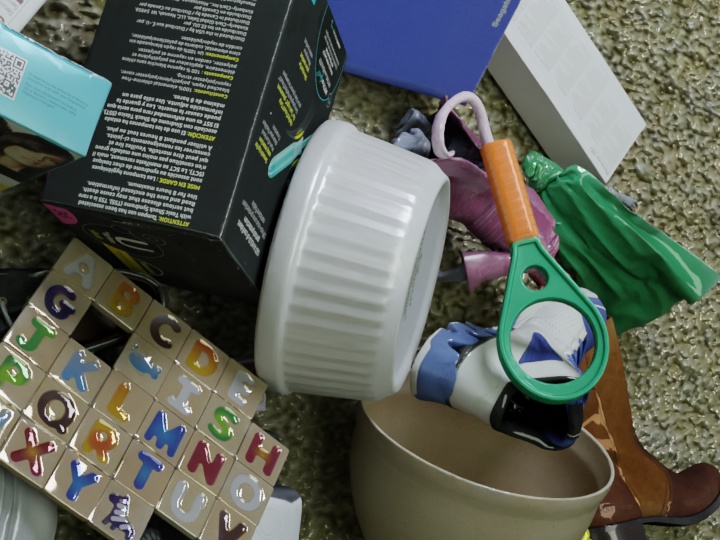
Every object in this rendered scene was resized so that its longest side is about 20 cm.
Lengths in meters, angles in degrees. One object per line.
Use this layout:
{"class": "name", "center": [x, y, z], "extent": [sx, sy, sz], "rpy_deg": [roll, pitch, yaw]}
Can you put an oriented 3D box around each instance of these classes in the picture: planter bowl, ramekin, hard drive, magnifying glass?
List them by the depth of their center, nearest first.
{"class": "ramekin", "center": [0.000, 0.000, 0.972], "extent": [0.094, 0.202, 0.204], "rpy_deg": [14, 74, 10]}
{"class": "magnifying glass", "center": [0.125, -0.001, 1.000], "extent": [0.079, 0.022, 0.201], "rpy_deg": [-13, 75, -5]}
{"class": "planter bowl", "center": [0.077, 0.179, 1.046], "extent": [0.199, 0.200, 0.136], "rpy_deg": [4, 111, -36]}
{"class": "hard drive", "center": [0.022, -0.209, 1.049], "extent": [0.199, 0.025, 0.132], "rpy_deg": [12, 122, -26]}

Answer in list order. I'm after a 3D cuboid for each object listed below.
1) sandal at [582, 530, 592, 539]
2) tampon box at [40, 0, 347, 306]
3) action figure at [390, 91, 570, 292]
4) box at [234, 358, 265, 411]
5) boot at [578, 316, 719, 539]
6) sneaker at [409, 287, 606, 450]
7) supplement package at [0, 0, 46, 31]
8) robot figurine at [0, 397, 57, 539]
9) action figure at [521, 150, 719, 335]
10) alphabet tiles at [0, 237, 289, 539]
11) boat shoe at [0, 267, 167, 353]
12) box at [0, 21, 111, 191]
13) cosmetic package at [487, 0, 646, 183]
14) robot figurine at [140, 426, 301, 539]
{"class": "sandal", "center": [0.155, 0.273, 1.153], "extent": [0.087, 0.079, 0.201], "rpy_deg": [-22, 99, -31]}
{"class": "tampon box", "center": [-0.105, -0.099, 0.915], "extent": [0.150, 0.125, 0.201], "rpy_deg": [64, 39, -69]}
{"class": "action figure", "center": [0.111, -0.057, 1.106], "extent": [0.200, 0.149, 0.134], "rpy_deg": [43, 57, -11]}
{"class": "box", "center": [-0.159, 0.089, 0.953], "extent": [0.199, 0.041, 0.039], "rpy_deg": [-4, 89, -38]}
{"class": "boot", "center": [0.242, 0.142, 1.249], "extent": [0.187, 0.068, 0.201], "rpy_deg": [-17, 90, -29]}
{"class": "sneaker", "center": [0.141, 0.084, 1.054], "extent": [0.199, 0.115, 0.081], "rpy_deg": [-16, 130, -45]}
{"class": "supplement package", "center": [-0.235, -0.232, 0.869], "extent": [0.117, 0.117, 0.201], "rpy_deg": [45, 63, -25]}
{"class": "robot figurine", "center": [-0.268, 0.144, 0.822], "extent": [0.199, 0.113, 0.170], "rpy_deg": [17, 110, -34]}
{"class": "action figure", "center": [0.211, -0.035, 1.210], "extent": [0.200, 0.118, 0.055], "rpy_deg": [42, 31, -23]}
{"class": "alphabet tiles", "center": [-0.137, 0.093, 0.861], "extent": [0.200, 0.008, 0.168], "rpy_deg": [39, 43, -14]}
{"class": "boat shoe", "center": [-0.223, 0.030, 0.894], "extent": [0.199, 0.067, 0.072], "rpy_deg": [-7, 91, -35]}
{"class": "box", "center": [-0.233, -0.086, 0.808], "extent": [0.082, 0.199, 0.049], "rpy_deg": [27, 67, -32]}
{"class": "cosmetic package", "center": [0.167, -0.174, 1.206], "extent": [0.200, 0.050, 0.083], "rpy_deg": [52, 58, -22]}
{"class": "robot figurine", "center": [-0.107, 0.206, 0.934], "extent": [0.149, 0.125, 0.201], "rpy_deg": [9, 82, -26]}
